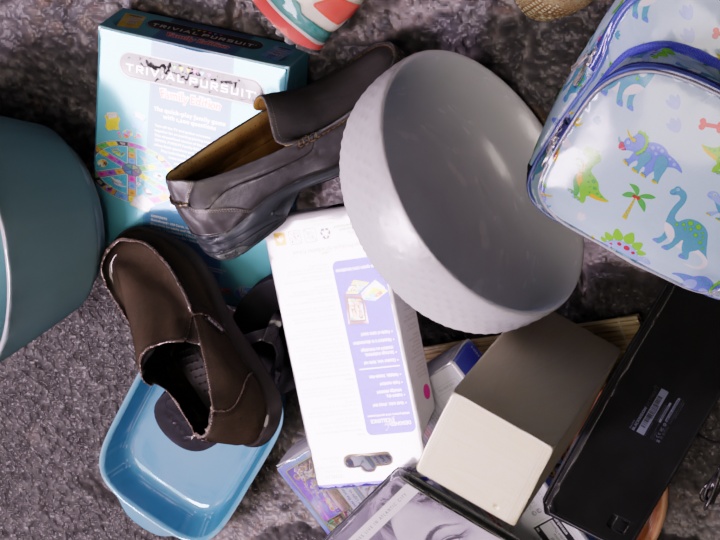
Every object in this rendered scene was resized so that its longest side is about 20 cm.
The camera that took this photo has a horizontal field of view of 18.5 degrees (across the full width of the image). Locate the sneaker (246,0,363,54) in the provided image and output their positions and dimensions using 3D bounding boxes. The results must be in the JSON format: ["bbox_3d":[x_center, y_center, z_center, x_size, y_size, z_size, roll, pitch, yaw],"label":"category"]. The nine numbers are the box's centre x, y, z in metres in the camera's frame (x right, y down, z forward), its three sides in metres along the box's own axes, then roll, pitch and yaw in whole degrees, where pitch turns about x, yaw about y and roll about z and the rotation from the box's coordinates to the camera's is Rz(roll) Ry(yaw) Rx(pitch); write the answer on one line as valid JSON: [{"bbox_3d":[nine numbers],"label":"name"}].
[{"bbox_3d":[-0.069,-0.250,1.542,0.093,0.070,0.200,-42,92,14],"label":"sneaker"}]

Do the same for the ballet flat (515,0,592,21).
[{"bbox_3d":[0.162,-0.232,1.446,0.070,0.065,0.200,43,122,-1],"label":"ballet flat"}]

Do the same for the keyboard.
[{"bbox_3d":[0.224,0.108,1.560,0.127,0.021,0.201,28,98,-14],"label":"keyboard"}]

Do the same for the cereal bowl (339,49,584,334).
[{"bbox_3d":[0.057,-0.045,1.500,0.083,0.200,0.201,-29,100,37],"label":"cereal bowl"}]

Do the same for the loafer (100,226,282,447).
[{"bbox_3d":[-0.133,0.045,1.604,0.200,0.071,0.073,50,124,26],"label":"loafer"}]

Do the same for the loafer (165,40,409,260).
[{"bbox_3d":[-0.047,-0.095,1.543,0.200,0.073,0.072,-43,127,-5],"label":"loafer"}]

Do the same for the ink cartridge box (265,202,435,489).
[{"bbox_3d":[-0.004,0.052,1.564,0.094,0.037,0.202,-7,96,28],"label":"ink cartridge box"}]

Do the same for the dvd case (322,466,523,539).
[{"bbox_3d":[0.067,0.234,1.600,0.199,0.016,0.149,32,128,-14],"label":"dvd case"}]

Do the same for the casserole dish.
[{"bbox_3d":[-0.129,0.125,1.746,0.121,0.039,0.201,33,122,5],"label":"casserole dish"}]

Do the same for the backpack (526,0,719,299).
[{"bbox_3d":[0.220,-0.096,1.439,0.182,0.147,0.201,28,117,5],"label":"backpack"}]

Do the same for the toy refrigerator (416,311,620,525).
[{"bbox_3d":[0.108,0.094,1.480,0.076,0.200,0.070,28,114,9],"label":"toy refrigerator"}]

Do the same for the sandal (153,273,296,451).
[{"bbox_3d":[-0.085,0.077,1.653,0.076,0.043,0.200,39,125,-4],"label":"sandal"}]

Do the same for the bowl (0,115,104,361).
[{"bbox_3d":[-0.264,-0.032,1.665,0.200,0.104,0.202,23,119,51],"label":"bowl"}]

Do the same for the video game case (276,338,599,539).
[{"bbox_3d":[0.066,0.174,1.627,0.181,0.045,0.200,-33,99,31],"label":"video game case"}]

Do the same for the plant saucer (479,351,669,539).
[{"bbox_3d":[0.133,0.143,1.633,0.199,0.037,0.202,10,118,19],"label":"plant saucer"}]

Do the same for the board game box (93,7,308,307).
[{"bbox_3d":[-0.121,-0.080,1.642,0.150,0.047,0.201,14,117,15],"label":"board game box"}]

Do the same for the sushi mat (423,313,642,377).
[{"bbox_3d":[0.129,0.087,1.636,0.199,0.012,0.096,-9,110,26],"label":"sushi mat"}]
